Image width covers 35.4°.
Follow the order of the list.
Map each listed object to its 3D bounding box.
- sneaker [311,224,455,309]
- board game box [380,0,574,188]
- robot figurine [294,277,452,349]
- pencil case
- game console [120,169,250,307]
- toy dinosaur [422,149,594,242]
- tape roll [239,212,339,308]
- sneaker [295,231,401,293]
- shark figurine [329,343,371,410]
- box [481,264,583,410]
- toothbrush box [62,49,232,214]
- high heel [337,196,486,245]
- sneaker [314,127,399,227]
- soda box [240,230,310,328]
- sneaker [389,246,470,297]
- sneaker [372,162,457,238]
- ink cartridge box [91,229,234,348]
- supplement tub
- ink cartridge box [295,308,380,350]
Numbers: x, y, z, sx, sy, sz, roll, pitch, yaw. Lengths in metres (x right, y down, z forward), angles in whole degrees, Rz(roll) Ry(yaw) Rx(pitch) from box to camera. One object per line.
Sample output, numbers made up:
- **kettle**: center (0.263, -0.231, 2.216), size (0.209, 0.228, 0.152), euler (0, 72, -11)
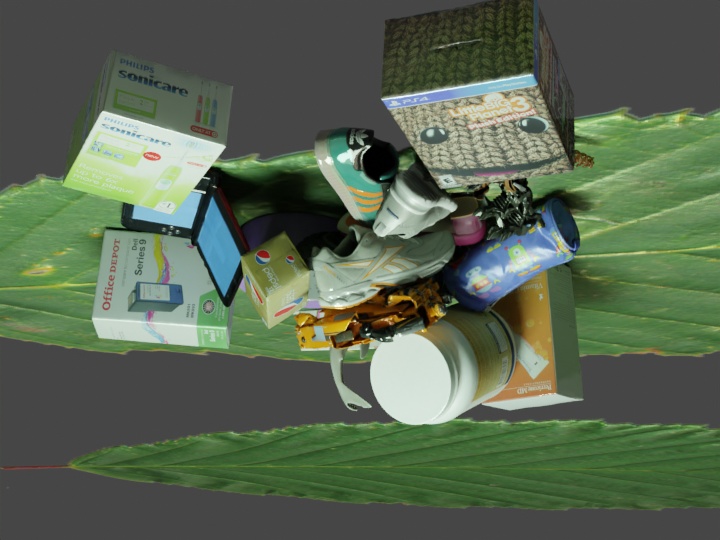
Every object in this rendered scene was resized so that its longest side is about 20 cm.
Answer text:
- **sneaker**: center (0.029, -0.024, 1.443), size (0.198, 0.093, 0.076), euler (-22, -167, -19)
- **board game box**: center (0.130, -0.183, 1.193), size (0.158, 0.098, 0.200), euler (-6, 155, 21)
- **robot figurine**: center (0.019, 0.056, 1.467), size (0.198, 0.059, 0.145), euler (-12, -167, 29)
- **pencil case**: center (0.205, -0.015, 1.520), size (0.199, 0.087, 0.078), euler (-34, 176, 31)
- **game console**: center (-0.241, -0.047, 1.528), size (0.170, 0.120, 0.200), euler (9, 155, -13)
- **toy dinosaur**: center (0.174, -0.116, 1.338), size (0.198, 0.102, 0.137), euler (3, 113, 15)
- **tape roll**: center (-0.085, -0.011, 1.653), size (0.198, 0.066, 0.200), euler (4, 157, 2)
- **sneaker**: center (0.000, 0.000, 1.545), size (0.198, 0.076, 0.092), euler (4, 117, -20)
- **shark figurine**: center (-0.001, 0.086, 1.584), size (0.128, 0.215, 0.089), euler (40, 137, -16)
- **box**: center (0.245, 0.095, 1.659), size (0.123, 0.202, 0.097), euler (-13, 163, 32)
- **toothbrush box**: center (-0.253, -0.156, 1.325), size (0.144, 0.087, 0.200), euler (14, 153, -23)
- **high heel**: center (0.071, -0.051, 1.534), size (0.198, 0.068, 0.096), euler (-2, 151, 12)
- **sneaker**: center (0.019, -0.112, 1.402), size (0.079, 0.072, 0.200), euler (-4, 154, 25)
- **soda box**: center (-0.111, 0.016, 1.487), size (0.067, 0.064, 0.200), euler (-31, 171, -11)
- **sneaker**: center (0.124, 0.010, 1.682), size (0.199, 0.079, 0.086), euler (-9, 167, 41)
- **sneaker**: center (0.059, -0.080, 1.386), size (0.082, 0.075, 0.200), euler (-46, 168, 15)
- **ink cartridge box**: center (-0.286, 0.027, 1.667), size (0.198, 0.147, 0.088), euler (5, 156, -1)
- **supplement tub**: center (0.114, 0.127, 1.544), size (0.143, 0.146, 0.199), euler (-12, -179, 32)
- **ink cartridge box**: center (-0.021, 0.091, 1.786), size (0.115, 0.068, 0.200), euler (-1, 178, -27)
